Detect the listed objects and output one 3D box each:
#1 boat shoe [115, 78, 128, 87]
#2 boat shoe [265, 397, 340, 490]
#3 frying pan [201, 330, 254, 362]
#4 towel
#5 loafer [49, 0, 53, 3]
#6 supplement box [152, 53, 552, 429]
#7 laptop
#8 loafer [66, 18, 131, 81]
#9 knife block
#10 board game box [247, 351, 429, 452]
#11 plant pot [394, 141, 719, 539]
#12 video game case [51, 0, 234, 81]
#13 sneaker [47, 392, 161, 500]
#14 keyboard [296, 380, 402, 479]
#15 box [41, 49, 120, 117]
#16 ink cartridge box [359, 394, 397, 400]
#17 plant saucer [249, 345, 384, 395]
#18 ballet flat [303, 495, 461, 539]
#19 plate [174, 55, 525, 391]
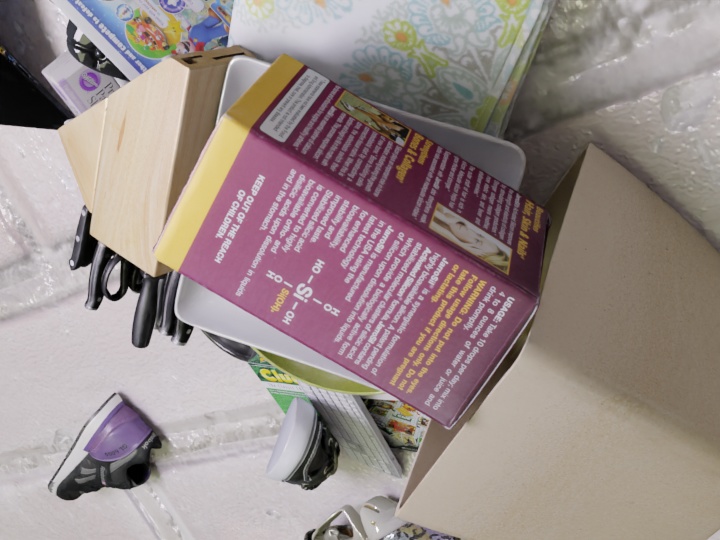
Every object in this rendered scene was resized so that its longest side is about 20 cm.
[{"bbox_3d":[-0.202,-0.106,0.983,0.073,0.065,0.201,20,131,26],"label":"boat shoe"},{"bbox_3d":[-0.045,0.155,0.993,0.056,0.069,0.200,20,166,-2],"label":"boat shoe"},{"bbox_3d":[-0.144,0.026,1.058,0.189,0.031,0.115,13,130,33],"label":"frying pan"},{"bbox_3d":[0.014,-0.150,0.749,0.199,0.048,0.172,18,137,0],"label":"towel"},{"bbox_3d":[-0.158,-0.231,0.869,0.199,0.063,0.072,4,165,37],"label":"loafer"},{"bbox_3d":[0.001,-0.022,0.681,0.199,0.131,0.103,31,117,-2],"label":"supplement box"},{"bbox_3d":[-0.350,-0.234,1.047,0.186,0.116,0.200,10,155,34],"label":"laptop"},{"bbox_3d":[-0.120,-0.154,0.865,0.200,0.071,0.068,23,120,-12],"label":"loafer"},{"bbox_3d":[-0.129,-0.038,0.794,0.199,0.064,0.176,-21,92,41],"label":"knife block"},{"bbox_3d":[0.004,0.114,0.995,0.199,0.024,0.105,4,141,36],"label":"board game box"},{"bbox_3d":[0.161,0.079,0.748,0.176,0.200,0.200,28,136,-1],"label":"plant pot"},{"bbox_3d":[-0.110,-0.216,0.774,0.200,0.018,0.143,-35,115,21],"label":"video game case"},{"bbox_3d":[-0.285,0.224,1.293,0.087,0.076,0.200,39,137,0],"label":"sneaker"},{"bbox_3d":[-0.009,0.133,0.982,0.056,0.011,0.200,12,154,21],"label":"keyboard"},{"bbox_3d":[-0.181,-0.095,0.940,0.039,0.041,0.200,37,164,47],"label":"box"},{"bbox_3d":[0.000,0.000,0.898,0.116,0.068,0.201,0,119,38],"label":"ink cartridge box"},{"bbox_3d":[-0.009,-0.003,0.824,0.199,0.031,0.201,7,119,13],"label":"plant saucer"},{"bbox_3d":[0.009,0.249,1.081,0.200,0.072,0.072,-28,101,45],"label":"ballet flat"},{"bbox_3d":[-0.011,-0.025,0.771,0.199,0.032,0.201,19,116,3],"label":"plate"}]
